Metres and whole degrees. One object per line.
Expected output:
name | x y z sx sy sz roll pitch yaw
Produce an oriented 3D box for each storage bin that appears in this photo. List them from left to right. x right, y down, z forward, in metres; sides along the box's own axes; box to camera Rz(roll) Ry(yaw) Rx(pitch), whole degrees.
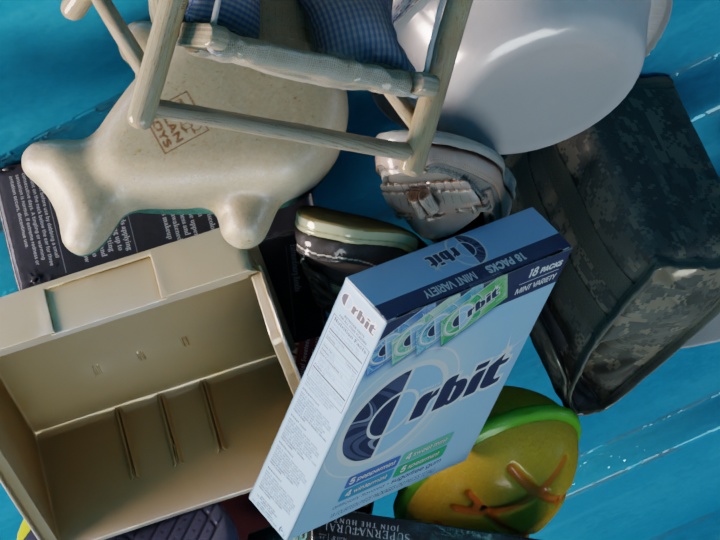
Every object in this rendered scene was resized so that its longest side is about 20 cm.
storage bin | -0.137 0.075 1.676 0.199 0.094 0.199 -17 151 0

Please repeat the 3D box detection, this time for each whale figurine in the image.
whale figurine | -0.104 -0.077 1.603 0.199 0.160 0.104 -29 168 -13

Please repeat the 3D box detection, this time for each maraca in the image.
maraca | 0.080 0.153 1.860 0.136 0.108 0.200 -3 146 -31

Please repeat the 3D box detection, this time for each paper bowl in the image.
paper bowl | 0.097 -0.149 1.633 0.199 0.105 0.201 -14 150 -9

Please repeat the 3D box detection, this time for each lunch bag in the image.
lunch bag | 0.161 -0.013 1.827 0.117 0.165 0.200 -4 147 -32

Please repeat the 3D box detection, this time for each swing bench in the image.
swing bench | -0.027 -0.179 1.443 0.198 0.130 0.201 7 123 -36

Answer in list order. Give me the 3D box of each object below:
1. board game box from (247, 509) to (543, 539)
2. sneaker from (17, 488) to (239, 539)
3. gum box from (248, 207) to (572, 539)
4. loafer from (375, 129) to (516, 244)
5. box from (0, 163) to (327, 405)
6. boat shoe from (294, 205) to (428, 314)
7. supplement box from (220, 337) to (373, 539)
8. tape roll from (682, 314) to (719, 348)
board game box | 0.036 0.195 1.788 0.199 0.028 0.135 10 164 -19
sneaker | -0.145 0.190 1.800 0.199 0.074 0.082 4 141 46
gum box | 0.031 0.065 1.665 0.169 0.045 0.201 -20 147 -40
loafer | 0.057 -0.043 1.643 0.071 0.063 0.200 2 173 17
box | -0.129 -0.010 1.739 0.198 0.105 0.148 -14 150 -7
boat shoe | -0.001 0.000 1.658 0.071 0.067 0.201 15 180 11
supplement box | -0.084 0.135 1.909 0.196 0.134 0.200 8 148 2
tape roll | 0.320 0.014 1.988 0.201 0.037 0.203 -17 -179 0
